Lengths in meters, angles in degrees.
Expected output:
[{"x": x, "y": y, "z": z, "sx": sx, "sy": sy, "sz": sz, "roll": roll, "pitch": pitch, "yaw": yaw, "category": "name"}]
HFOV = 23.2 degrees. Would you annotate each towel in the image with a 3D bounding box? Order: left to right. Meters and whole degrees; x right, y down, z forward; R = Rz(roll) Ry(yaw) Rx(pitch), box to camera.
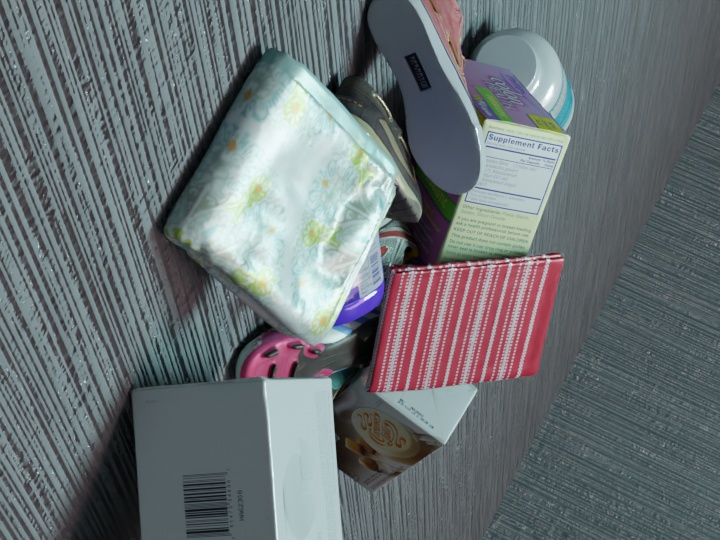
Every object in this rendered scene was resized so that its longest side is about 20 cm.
[{"x": -0.055, "y": -0.054, "z": 1.400, "sx": 0.200, "sy": 0.048, "sz": 0.172, "roll": 43, "pitch": 68, "yaw": -46, "category": "towel"}, {"x": 0.104, "y": 0.050, "z": 1.728, "sx": 0.198, "sy": 0.023, "sz": 0.146, "roll": -4, "pitch": 121, "yaw": -26, "category": "towel"}]

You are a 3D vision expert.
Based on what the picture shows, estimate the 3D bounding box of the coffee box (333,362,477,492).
[{"x": 0.023, "y": 0.151, "z": 1.857, "sx": 0.080, "sy": 0.114, "sz": 0.200, "roll": -56, "pitch": -174, "yaw": -30, "category": "coffee box"}]

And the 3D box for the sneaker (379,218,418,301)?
[{"x": 0.000, "y": 0.000, "z": 1.685, "sx": 0.078, "sy": 0.082, "sz": 0.200, "roll": -32, "pitch": -170, "yaw": 42, "category": "sneaker"}]

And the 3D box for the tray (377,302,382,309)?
[{"x": 0.047, "y": -0.007, "z": 2.002, "sx": 0.200, "sy": 0.022, "sz": 0.108, "roll": -54, "pitch": 162, "yaw": -38, "category": "tray"}]

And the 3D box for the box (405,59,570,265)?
[{"x": 0.109, "y": -0.090, "z": 1.779, "sx": 0.176, "sy": 0.096, "sz": 0.202, "roll": -119, "pitch": -137, "yaw": -58, "category": "box"}]

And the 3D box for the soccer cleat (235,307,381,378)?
[{"x": -0.057, "y": 0.071, "z": 1.693, "sx": 0.199, "sy": 0.086, "sz": 0.071, "roll": -12, "pitch": 123, "yaw": -43, "category": "soccer cleat"}]

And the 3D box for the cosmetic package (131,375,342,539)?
[{"x": -0.098, "y": 0.193, "z": 1.477, "sx": 0.200, "sy": 0.122, "sz": 0.202, "roll": 12, "pitch": 73, "yaw": -74, "category": "cosmetic package"}]

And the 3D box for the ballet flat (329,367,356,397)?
[{"x": -0.056, "y": 0.114, "z": 1.753, "sx": 0.200, "sy": 0.062, "sz": 0.068, "roll": -46, "pitch": 128, "yaw": -49, "category": "ballet flat"}]

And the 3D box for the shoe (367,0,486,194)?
[{"x": 0.074, "y": -0.176, "z": 1.600, "sx": 0.091, "sy": 0.071, "sz": 0.202, "roll": -48, "pitch": 119, "yaw": -55, "category": "shoe"}]

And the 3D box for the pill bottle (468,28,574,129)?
[{"x": 0.178, "y": -0.206, "z": 1.973, "sx": 0.112, "sy": 0.110, "sz": 0.200, "roll": -65, "pitch": 164, "yaw": -2, "category": "pill bottle"}]

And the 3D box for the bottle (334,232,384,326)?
[{"x": -0.027, "y": -0.051, "z": 1.531, "sx": 0.083, "sy": 0.065, "sz": 0.202, "roll": -27, "pitch": 128, "yaw": -27, "category": "bottle"}]

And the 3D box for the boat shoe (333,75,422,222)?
[{"x": 0.021, "y": -0.109, "z": 1.613, "sx": 0.074, "sy": 0.074, "sz": 0.200, "roll": -68, "pitch": 156, "yaw": -18, "category": "boat shoe"}]
